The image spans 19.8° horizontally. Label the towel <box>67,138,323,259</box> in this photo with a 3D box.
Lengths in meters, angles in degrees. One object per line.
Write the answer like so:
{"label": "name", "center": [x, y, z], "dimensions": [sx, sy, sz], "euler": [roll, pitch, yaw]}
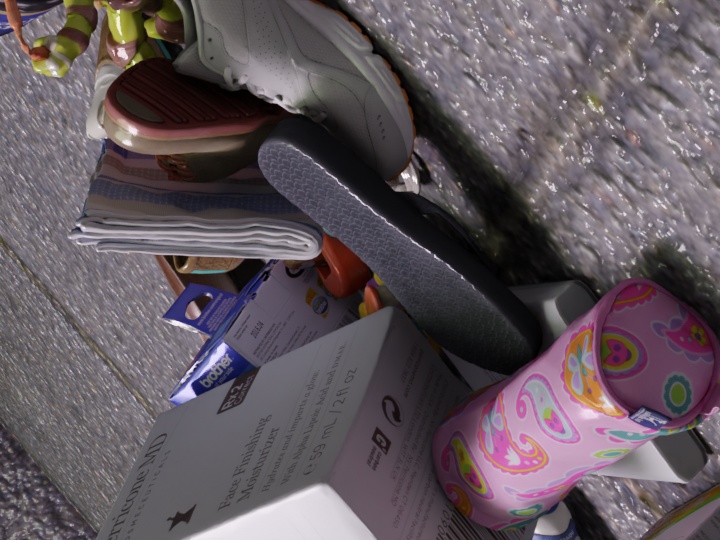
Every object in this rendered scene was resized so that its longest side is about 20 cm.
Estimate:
{"label": "towel", "center": [-0.095, -0.047, 1.256], "dimensions": [0.200, 0.146, 0.024], "euler": [-97, 11, -73]}

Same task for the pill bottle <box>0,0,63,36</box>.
{"label": "pill bottle", "center": [-0.250, -0.218, 1.402], "dimensions": [0.112, 0.112, 0.200], "euler": [53, 162, -12]}

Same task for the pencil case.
{"label": "pencil case", "center": [0.115, 0.077, 1.106], "dimensions": [0.088, 0.087, 0.200], "euler": [49, 146, 1]}

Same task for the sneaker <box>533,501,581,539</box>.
{"label": "sneaker", "center": [0.106, 0.180, 1.458], "dimensions": [0.200, 0.075, 0.089], "euler": [12, 118, 64]}

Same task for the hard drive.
{"label": "hard drive", "center": [0.116, 0.067, 1.241], "dimensions": [0.132, 0.026, 0.200], "euler": [53, 162, -10]}

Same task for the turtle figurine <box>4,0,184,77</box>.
{"label": "turtle figurine", "center": [-0.139, -0.178, 1.193], "dimensions": [0.064, 0.201, 0.161], "euler": [-5, 148, 18]}

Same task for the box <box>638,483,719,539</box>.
{"label": "box", "center": [0.201, 0.198, 1.179], "dimensions": [0.113, 0.101, 0.200], "euler": [47, 162, 7]}

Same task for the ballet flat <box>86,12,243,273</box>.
{"label": "ballet flat", "center": [-0.145, -0.085, 1.420], "dimensions": [0.068, 0.072, 0.201], "euler": [-26, 90, 54]}

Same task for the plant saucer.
{"label": "plant saucer", "center": [-0.092, 0.053, 1.526], "dimensions": [0.201, 0.037, 0.200], "euler": [57, 173, 11]}

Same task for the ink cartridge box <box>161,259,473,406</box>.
{"label": "ink cartridge box", "center": [-0.035, 0.072, 1.369], "dimensions": [0.200, 0.137, 0.076], "euler": [41, 124, -6]}

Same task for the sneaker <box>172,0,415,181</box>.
{"label": "sneaker", "center": [-0.054, -0.120, 1.165], "dimensions": [0.200, 0.092, 0.076], "euler": [50, 162, -5]}

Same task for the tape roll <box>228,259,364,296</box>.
{"label": "tape roll", "center": [-0.052, 0.012, 1.515], "dimensions": [0.203, 0.037, 0.203], "euler": [43, 161, 19]}

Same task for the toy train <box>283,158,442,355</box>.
{"label": "toy train", "center": [0.000, 0.000, 1.295], "dimensions": [0.151, 0.055, 0.200], "euler": [62, 161, 3]}

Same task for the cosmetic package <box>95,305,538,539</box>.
{"label": "cosmetic package", "center": [-0.027, 0.159, 1.225], "dimensions": [0.199, 0.165, 0.165], "euler": [-25, 114, 31]}

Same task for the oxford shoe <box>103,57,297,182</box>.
{"label": "oxford shoe", "center": [-0.094, -0.078, 1.204], "dimensions": [0.070, 0.075, 0.200], "euler": [38, -160, 17]}

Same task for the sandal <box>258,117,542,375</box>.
{"label": "sandal", "center": [0.032, -0.019, 1.159], "dimensions": [0.200, 0.043, 0.076], "euler": [43, 151, -9]}
